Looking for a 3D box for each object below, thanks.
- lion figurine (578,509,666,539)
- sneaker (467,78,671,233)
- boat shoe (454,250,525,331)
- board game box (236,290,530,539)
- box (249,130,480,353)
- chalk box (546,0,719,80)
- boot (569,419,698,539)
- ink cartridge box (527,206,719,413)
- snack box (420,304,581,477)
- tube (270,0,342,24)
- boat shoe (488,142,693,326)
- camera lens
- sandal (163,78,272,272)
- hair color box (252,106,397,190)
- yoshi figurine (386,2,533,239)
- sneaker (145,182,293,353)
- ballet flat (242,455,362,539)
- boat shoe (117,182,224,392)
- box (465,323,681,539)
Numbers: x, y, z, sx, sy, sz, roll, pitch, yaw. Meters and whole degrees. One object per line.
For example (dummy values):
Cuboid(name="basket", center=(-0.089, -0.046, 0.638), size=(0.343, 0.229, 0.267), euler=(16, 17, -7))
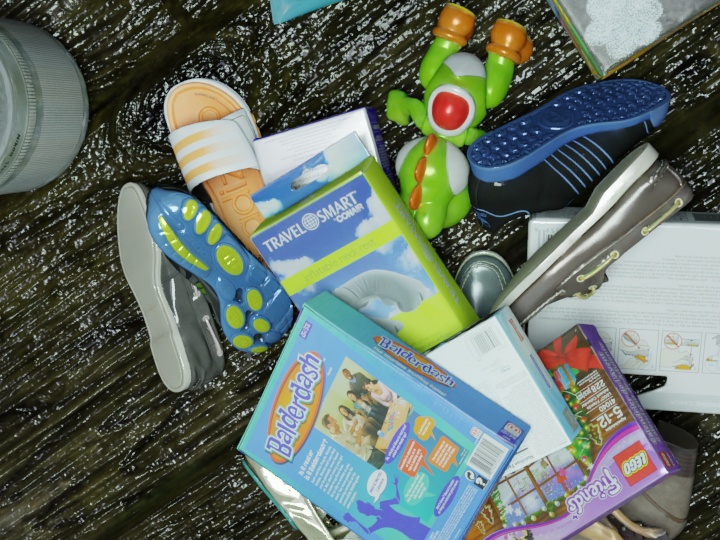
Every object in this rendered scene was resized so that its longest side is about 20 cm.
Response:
Cuboid(name="lion figurine", center=(0.156, 0.212, 0.990), size=(0.199, 0.072, 0.123), euler=(-32, 88, 34))
Cuboid(name="sneaker", center=(0.178, -0.099, 0.969), size=(0.199, 0.070, 0.078), euler=(-22, 133, -15))
Cuboid(name="boat shoe", center=(0.109, 0.084, 1.018), size=(0.072, 0.062, 0.202), euler=(5, 98, 8))
Cuboid(name="board game box", center=(0.014, 0.134, 0.905), size=(0.199, 0.045, 0.153), euler=(33, 115, 14))
Cuboid(name="box", center=(0.000, 0.000, 0.949), size=(0.121, 0.048, 0.201), euler=(-28, 104, 23))
Cuboid(name="chalk box", center=(0.196, -0.274, 0.927), size=(0.124, 0.124, 0.201), euler=(-31, 91, 12))
Cuboid(name="boot", center=(0.200, 0.174, 1.005), size=(0.199, 0.070, 0.147), euler=(28, 125, 13))
Cuboid(name="ink cartridge box", center=(0.246, 0.035, 1.001), size=(0.198, 0.044, 0.175), euler=(3, 111, 9))
Cuboid(name="snack box", center=(0.066, 0.126, 0.925), size=(0.199, 0.037, 0.117), euler=(-32, 89, 28))
Cuboid(name="tube", center=(0.008, -0.278, 0.996), size=(0.198, 0.050, 0.078), euler=(-10, 92, 15))
Cuboid(name="boat shoe", center=(0.187, -0.013, 0.936), size=(0.059, 0.072, 0.200), euler=(41, 105, -3))
Cuboid(name="camera lens", center=(-0.341, -0.144, 0.987), size=(0.158, 0.200, 0.162), euler=(1, 97, 9))
Cuboid(name="sandal", center=(-0.117, -0.080, 1.032), size=(0.079, 0.059, 0.208), euler=(-24, 93, 11))
Cuboid(name="hair color box", center=(-0.015, -0.036, 1.021), size=(0.108, 0.065, 0.202), euler=(-15, 94, 10))
Cuboid(name="yoshi figurine", center=(0.080, -0.121, 0.994), size=(0.111, 0.112, 0.202), euler=(22, 86, -35))
Cuboid(name="sneaker", center=(-0.125, -0.005, 1.017), size=(0.071, 0.083, 0.200), euler=(-36, 124, -1))
Cuboid(name="ballet flat", center=(-0.035, 0.237, 1.063), size=(0.069, 0.069, 0.201), euler=(-33, 92, 11))
Cuboid(name="boat shoe", center=(-0.178, 0.013, 1.064), size=(0.067, 0.057, 0.202), euler=(-13, 92, 46))
Cuboid(name="box", center=(0.145, 0.155, 0.936), size=(0.200, 0.039, 0.137), euler=(-40, 66, 25))
